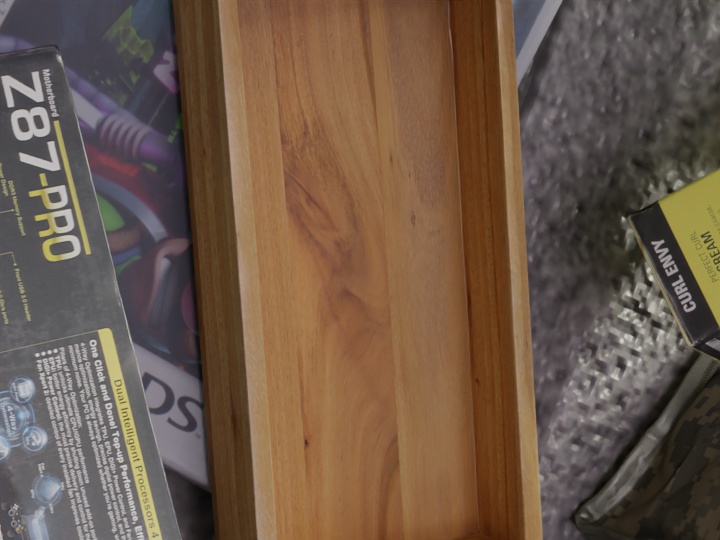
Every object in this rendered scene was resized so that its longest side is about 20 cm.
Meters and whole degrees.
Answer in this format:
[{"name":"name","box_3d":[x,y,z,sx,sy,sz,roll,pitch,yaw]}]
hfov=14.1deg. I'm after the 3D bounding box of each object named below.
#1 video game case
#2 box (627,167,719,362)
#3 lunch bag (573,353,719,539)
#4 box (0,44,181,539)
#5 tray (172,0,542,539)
[{"name":"video game case","box_3d":[-0.047,-0.049,0.875,0.182,0.023,0.200,31,82,-30]},{"name":"box","box_3d":[0.187,-0.038,0.921,0.200,0.075,0.050,-28,78,10]},{"name":"lunch bag","box_3d":[0.195,0.115,0.936,0.164,0.200,0.118,45,75,-28]},{"name":"box","box_3d":[-0.133,0.050,0.767,0.161,0.049,0.201,-14,88,-30]},{"name":"tray","box_3d":[0.000,0.000,0.877,0.098,0.037,0.201,-10,102,-27]}]
